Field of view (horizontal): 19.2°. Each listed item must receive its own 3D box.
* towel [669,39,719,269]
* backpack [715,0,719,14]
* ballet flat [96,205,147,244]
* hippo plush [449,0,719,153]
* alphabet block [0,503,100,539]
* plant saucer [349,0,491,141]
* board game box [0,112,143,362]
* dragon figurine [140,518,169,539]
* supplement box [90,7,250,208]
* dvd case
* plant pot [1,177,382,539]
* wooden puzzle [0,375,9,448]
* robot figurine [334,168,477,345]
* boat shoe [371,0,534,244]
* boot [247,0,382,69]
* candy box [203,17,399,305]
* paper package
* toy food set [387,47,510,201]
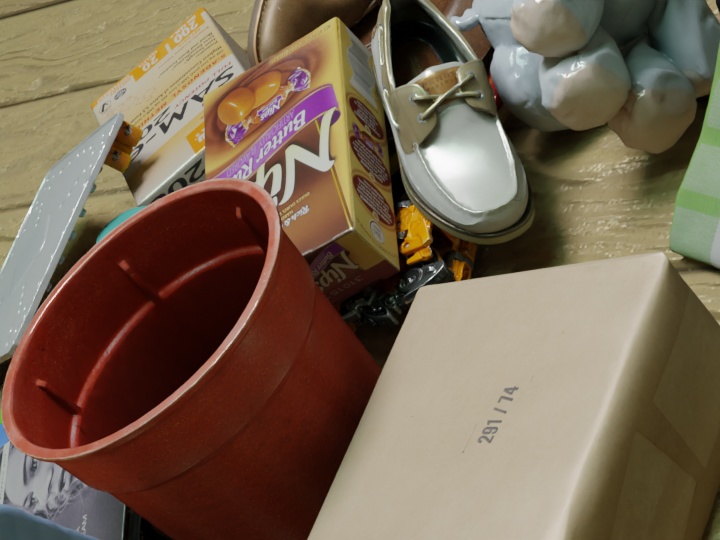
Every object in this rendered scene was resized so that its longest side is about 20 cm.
[{"bbox_3d":[0.249,-0.059,1.162,0.200,0.031,0.149,21,96,56],"label":"towel"},{"bbox_3d":[0.314,-0.174,1.203,0.163,0.154,0.200,-40,47,-7],"label":"backpack"},{"bbox_3d":[-0.131,-0.003,1.483,0.071,0.071,0.200,-51,21,-13],"label":"ballet flat"},{"bbox_3d":[0.121,-0.160,1.347,0.159,0.200,0.161,-24,6,-36],"label":"hippo plush"},{"bbox_3d":[-0.216,0.246,1.173,0.200,0.196,0.195,-9,61,41],"label":"alphabet block"},{"bbox_3d":[0.014,-0.164,1.512,0.200,0.034,0.200,-29,35,23],"label":"plant saucer"},{"bbox_3d":[-0.240,-0.007,1.616,0.200,0.026,0.200,-25,41,64],"label":"board game box"},{"bbox_3d":[-0.124,0.131,1.376,0.099,0.059,0.200,1,56,46],"label":"dragon figurine"},{"bbox_3d":[-0.126,-0.110,1.654,0.126,0.074,0.200,-41,32,4],"label":"supplement box"},{"bbox_3d":[-0.192,0.157,1.369,0.200,0.016,0.149,-32,49,49],"label":"dvd case"},{"bbox_3d":[-0.069,0.084,1.244,0.201,0.195,0.201,-29,34,22],"label":"plant pot"},{"bbox_3d":[-0.197,0.072,1.542,0.200,0.046,0.185,-20,38,32],"label":"wooden puzzle"},{"bbox_3d":[0.000,0.000,1.399,0.200,0.058,0.145,-21,38,33],"label":"robot figurine"},{"bbox_3d":[0.050,-0.100,1.347,0.075,0.068,0.200,-21,49,-8],"label":"boat shoe"},{"bbox_3d":[-0.007,-0.207,1.495,0.075,0.074,0.200,12,58,42],"label":"boot"},{"bbox_3d":[-0.041,-0.060,1.392,0.117,0.056,0.200,-29,44,23],"label":"candy box"},{"bbox_3d":[0.089,0.104,1.135,0.191,0.103,0.200,-8,46,43],"label":"paper package"},{"bbox_3d":[0.037,-0.122,1.514,0.200,0.049,0.198,-41,32,3],"label":"toy food set"}]
